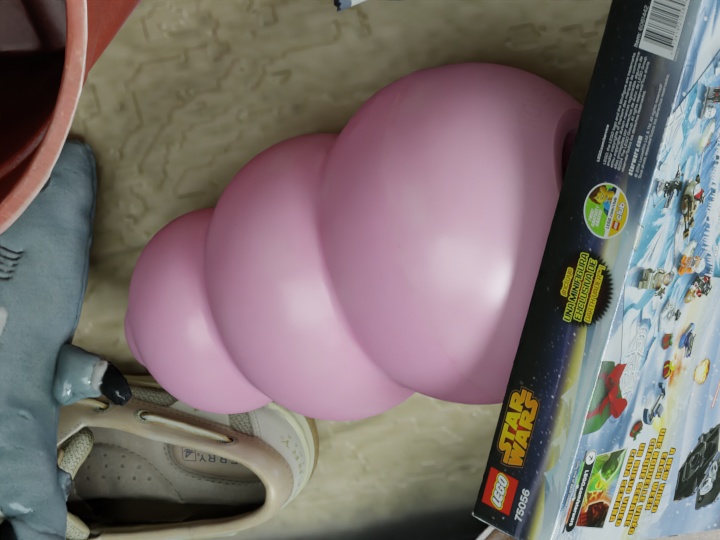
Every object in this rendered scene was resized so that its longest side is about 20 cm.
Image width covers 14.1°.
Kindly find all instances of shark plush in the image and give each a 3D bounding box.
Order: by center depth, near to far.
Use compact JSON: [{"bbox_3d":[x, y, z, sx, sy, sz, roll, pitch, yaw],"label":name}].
[{"bbox_3d":[-0.126,0.043,1.094,0.083,0.201,0.091,-16,141,5],"label":"shark plush"}]

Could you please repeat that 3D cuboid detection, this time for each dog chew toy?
[{"bbox_3d":[0.000,0.000,1.075,0.199,0.125,0.125,-18,105,27],"label":"dog chew toy"}]

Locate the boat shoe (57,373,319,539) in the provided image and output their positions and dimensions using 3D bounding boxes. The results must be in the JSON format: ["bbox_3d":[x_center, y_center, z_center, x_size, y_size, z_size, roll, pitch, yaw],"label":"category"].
[{"bbox_3d":[-0.119,0.077,1.158,0.199,0.065,0.073,1,110,14],"label":"boat shoe"}]

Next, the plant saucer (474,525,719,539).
[{"bbox_3d":[0.121,0.164,1.129,0.199,0.032,0.201,1,101,4],"label":"plant saucer"}]

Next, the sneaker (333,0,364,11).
[{"bbox_3d":[0.013,-0.197,1.035,0.082,0.070,0.201,-9,108,-5],"label":"sneaker"}]

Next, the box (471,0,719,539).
[{"bbox_3d":[0.118,-0.005,1.015,0.040,0.137,0.201,26,107,39],"label":"box"}]

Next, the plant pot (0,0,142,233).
[{"bbox_3d":[-0.161,-0.119,1.027,0.200,0.195,0.202,4,110,12],"label":"plant pot"}]
